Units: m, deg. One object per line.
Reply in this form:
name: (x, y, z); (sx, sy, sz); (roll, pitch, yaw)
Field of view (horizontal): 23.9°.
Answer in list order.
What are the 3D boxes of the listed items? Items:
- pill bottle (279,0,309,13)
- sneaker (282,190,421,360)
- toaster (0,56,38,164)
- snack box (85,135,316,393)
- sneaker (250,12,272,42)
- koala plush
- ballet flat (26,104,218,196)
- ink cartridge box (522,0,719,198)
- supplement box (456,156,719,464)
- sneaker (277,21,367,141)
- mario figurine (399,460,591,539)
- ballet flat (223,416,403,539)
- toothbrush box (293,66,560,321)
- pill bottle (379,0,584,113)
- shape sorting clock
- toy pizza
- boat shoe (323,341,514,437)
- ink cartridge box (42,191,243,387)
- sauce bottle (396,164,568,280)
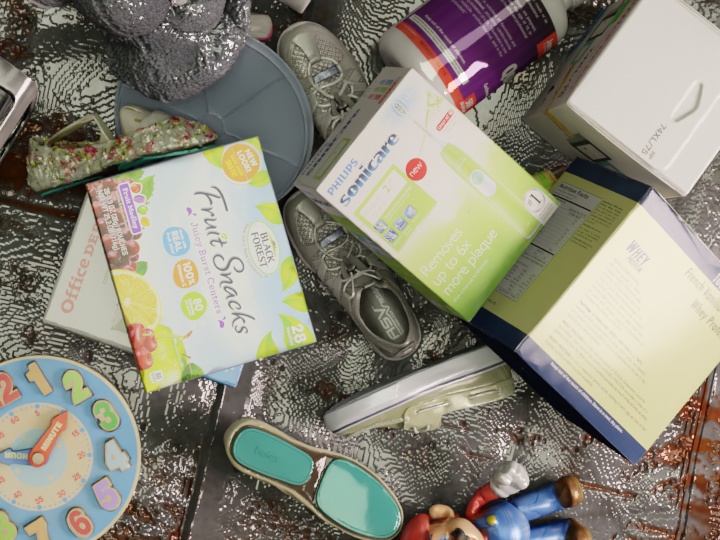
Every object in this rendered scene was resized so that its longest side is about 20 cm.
pill bottle: (-0.113, -0.344, 1.646); (0.200, 0.114, 0.115); (34, 87, -6)
sneaker: (0.000, 0.000, 1.679); (0.075, 0.082, 0.200); (-39, 95, -5)
toaster: (-0.398, -0.118, 1.587); (0.118, 0.200, 0.181); (33, 79, -8)
snack box: (-0.148, -0.007, 1.585); (0.168, 0.068, 0.201); (-15, 93, -7)
sneaker: (-0.177, -0.273, 1.656); (0.199, 0.081, 0.089); (17, 90, -7)
koala plush: (-0.194, -0.250, 1.506); (0.176, 0.200, 0.185); (2, 88, 16)
ballet flat: (-0.235, -0.123, 1.630); (0.199, 0.076, 0.064); (-14, 97, 14)
ink cartridge box: (0.272, -0.167, 1.650); (0.146, 0.200, 0.147); (37, 86, -6)
supplement box: (0.238, 0.037, 1.649); (0.200, 0.134, 0.200); (42, 86, -30)
sneaker: (-0.010, -0.155, 1.665); (0.075, 0.082, 0.201); (-33, 98, -7)
mario figurine: (0.133, 0.269, 1.683); (0.199, 0.106, 0.124); (-14, 58, -14)
ballet flat: (-0.048, 0.204, 1.686); (0.200, 0.069, 0.070); (33, 87, -12)
toothbrush box: (0.062, -0.072, 1.601); (0.200, 0.086, 0.146); (41, 84, -17)
pill bottle: (0.124, -0.240, 1.676); (0.200, 0.112, 0.113); (-37, 94, -5)
shape sorting clock: (-0.315, 0.182, 1.666); (0.199, 0.039, 0.201); (0, 91, -6)
toy pizza: (-0.141, -0.146, 1.654); (0.199, 0.032, 0.201); (5, 119, 9)
boat shoe: (0.063, 0.129, 1.694); (0.199, 0.072, 0.062); (-21, 91, -9)
ink cartridge box: (-0.193, 0.014, 1.656); (0.199, 0.085, 0.145); (19, 88, -5)
sauce bottle: (0.126, -0.044, 1.702); (0.199, 0.065, 0.065); (-22, 93, -8)
